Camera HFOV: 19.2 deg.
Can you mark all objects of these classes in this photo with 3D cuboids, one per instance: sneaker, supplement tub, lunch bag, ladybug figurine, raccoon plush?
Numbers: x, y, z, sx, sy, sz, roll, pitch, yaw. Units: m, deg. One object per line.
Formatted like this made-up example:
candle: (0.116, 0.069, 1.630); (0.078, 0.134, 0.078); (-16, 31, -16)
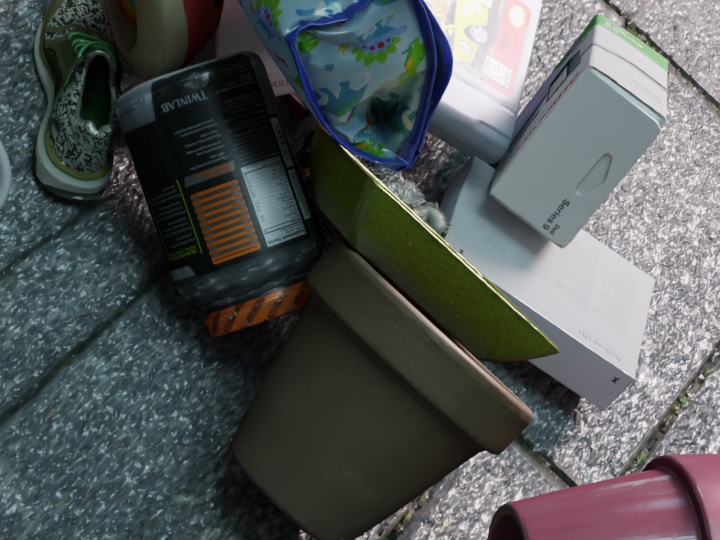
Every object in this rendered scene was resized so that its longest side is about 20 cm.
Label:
sneaker: (-0.211, -0.155, 1.687); (0.077, 0.089, 0.201); (12, 53, -26)
supplement tub: (-0.103, -0.058, 1.641); (0.122, 0.122, 0.201); (-20, 93, -40)
lunch bag: (-0.017, -0.187, 1.572); (0.127, 0.200, 0.170); (-25, 55, -4)
ladybug figurine: (-0.150, -0.217, 1.633); (0.072, 0.200, 0.136); (-11, 91, -15)
raccoon plush: (0.019, -0.097, 1.753); (0.134, 0.097, 0.200); (32, 57, -18)

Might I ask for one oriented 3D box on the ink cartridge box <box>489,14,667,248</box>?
ink cartridge box: (0.191, -0.123, 1.832); (0.084, 0.146, 0.200); (36, 19, -4)

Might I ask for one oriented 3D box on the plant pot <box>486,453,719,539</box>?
plant pot: (0.196, 0.239, 1.617); (0.178, 0.200, 0.201); (1, 58, -14)

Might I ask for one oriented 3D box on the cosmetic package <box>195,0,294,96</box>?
cosmetic package: (-0.080, -0.237, 1.692); (0.101, 0.201, 0.074); (-13, 36, -15)

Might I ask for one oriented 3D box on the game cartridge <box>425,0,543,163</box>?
game cartridge: (0.085, -0.204, 1.801); (0.133, 0.041, 0.201); (26, 61, -22)

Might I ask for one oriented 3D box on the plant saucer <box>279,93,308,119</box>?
plant saucer: (-0.028, -0.204, 1.874); (0.200, 0.037, 0.200); (45, 47, 1)

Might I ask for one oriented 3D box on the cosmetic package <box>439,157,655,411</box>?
cosmetic package: (0.150, 0.009, 1.813); (0.200, 0.052, 0.151); (34, 33, -8)

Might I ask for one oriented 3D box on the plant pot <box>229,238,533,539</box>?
plant pot: (-0.001, 0.103, 1.569); (0.200, 0.175, 0.200); (43, 2, -2)

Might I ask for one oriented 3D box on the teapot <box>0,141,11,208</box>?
teapot: (-0.375, -0.108, 1.518); (0.200, 0.147, 0.197); (27, 14, 25)

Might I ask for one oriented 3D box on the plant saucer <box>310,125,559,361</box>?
plant saucer: (0.041, -0.011, 1.601); (0.200, 0.048, 0.200); (42, 3, -20)

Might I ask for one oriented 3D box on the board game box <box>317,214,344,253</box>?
board game box: (0.000, 0.000, 1.759); (0.200, 0.023, 0.105); (43, 44, 1)
